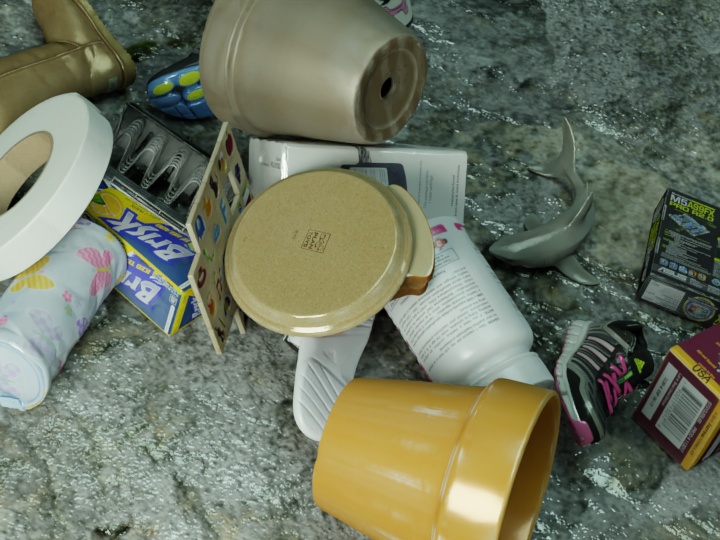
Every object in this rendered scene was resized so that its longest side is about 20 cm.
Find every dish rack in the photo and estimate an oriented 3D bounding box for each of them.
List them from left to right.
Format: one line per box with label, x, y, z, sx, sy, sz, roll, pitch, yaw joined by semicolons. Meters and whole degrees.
dish rack;-0.195;-0.095;1.687;0.153;0.055;0.200;33;12;-7

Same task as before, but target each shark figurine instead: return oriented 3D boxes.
shark figurine;0.239;-0.073;1.885;0.128;0.090;0.215;26;46;3

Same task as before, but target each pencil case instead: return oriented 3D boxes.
pencil case;-0.291;0.039;1.574;0.083;0.091;0.200;-5;37;25

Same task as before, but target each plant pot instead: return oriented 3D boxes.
plant pot;-0.035;-0.209;1.694;0.173;0.200;0.200;28;42;32
plant pot;0.063;0.180;1.512;0.183;0.200;0.200;16;42;16

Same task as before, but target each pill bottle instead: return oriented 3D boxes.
pill bottle;0.101;0.055;1.678;0.113;0.113;0.200;-18;65;-33

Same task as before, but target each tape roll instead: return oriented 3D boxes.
tape roll;-0.320;-0.081;1.614;0.037;0.203;0.203;40;33;-33

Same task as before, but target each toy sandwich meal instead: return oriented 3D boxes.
toy sandwich meal;-0.031;-0.014;1.621;0.205;0.070;0.206;-5;60;9

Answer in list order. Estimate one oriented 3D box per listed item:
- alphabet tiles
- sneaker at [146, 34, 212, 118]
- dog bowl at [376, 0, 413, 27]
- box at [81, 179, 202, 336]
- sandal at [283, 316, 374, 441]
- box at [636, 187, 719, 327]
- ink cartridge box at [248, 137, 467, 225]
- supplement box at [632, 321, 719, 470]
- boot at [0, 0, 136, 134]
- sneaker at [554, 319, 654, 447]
alphabet tiles;-0.130;-0.021;1.643;0.008;0.167;0.200;-4;39;15
sneaker;-0.160;-0.237;1.899;0.199;0.071;0.083;-34;49;-25
dog bowl;-0.034;-0.341;2.005;0.200;0.074;0.200;4;28;-2
box;-0.232;-0.029;1.675;0.200;0.070;0.064;39;46;18
sandal;-0.043;0.081;1.642;0.079;0.059;0.207;35;47;-23
box;0.423;0.003;1.908;0.200;0.044;0.160;21;43;0
ink cartridge box;-0.007;-0.093;1.765;0.200;0.085;0.145;1;6;-19
supplement box;0.393;0.110;1.745;0.200;0.110;0.086;-23;58;-36
boot;-0.368;-0.231;1.826;0.200;0.066;0.175;-29;62;-37
sneaker;0.249;0.104;1.684;0.087;0.074;0.200;-13;22;18
